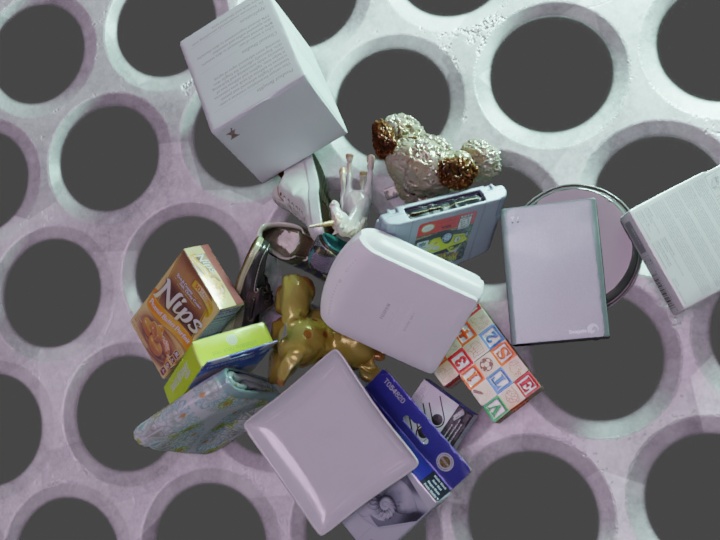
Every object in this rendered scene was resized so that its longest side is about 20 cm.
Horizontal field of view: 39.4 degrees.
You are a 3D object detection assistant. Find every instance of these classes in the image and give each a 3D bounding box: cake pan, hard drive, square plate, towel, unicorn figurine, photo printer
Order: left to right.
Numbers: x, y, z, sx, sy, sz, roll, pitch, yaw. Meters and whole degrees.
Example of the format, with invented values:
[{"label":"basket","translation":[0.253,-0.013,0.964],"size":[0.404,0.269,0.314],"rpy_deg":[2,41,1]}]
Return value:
[{"label":"towel","translation":[-0.220,0.216,1.506],"size":[0.171,0.200,0.048],"rpy_deg":[-36,67,9]},{"label":"square plate","translation":[-0.042,0.244,1.430],"size":[0.200,0.028,0.199],"rpy_deg":[-40,81,22]},{"label":"unicorn figurine","translation":[-0.012,-0.101,1.495],"size":[0.073,0.200,0.139],"rpy_deg":[1,75,13]},{"label":"photo printer","translation":[0.049,0.039,1.399],"size":[0.199,0.070,0.167],"rpy_deg":[25,126,-5]},{"label":"hard drive","translation":[0.279,0.004,1.449],"size":[0.138,0.033,0.202],"rpy_deg":[-6,80,15]},{"label":"cake pan","translation":[0.313,-0.033,1.482],"size":[0.199,0.037,0.202],"rpy_deg":[-3,80,16]}]

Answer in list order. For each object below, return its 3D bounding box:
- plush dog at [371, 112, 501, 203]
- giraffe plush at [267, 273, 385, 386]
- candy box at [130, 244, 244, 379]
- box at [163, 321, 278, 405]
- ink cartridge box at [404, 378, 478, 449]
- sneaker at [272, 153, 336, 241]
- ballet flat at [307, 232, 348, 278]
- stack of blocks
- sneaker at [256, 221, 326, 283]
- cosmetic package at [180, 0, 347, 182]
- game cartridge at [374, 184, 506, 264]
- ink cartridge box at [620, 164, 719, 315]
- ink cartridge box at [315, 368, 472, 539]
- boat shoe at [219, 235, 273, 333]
[{"label":"plush dog","translation":[0.092,-0.149,1.491],"size":[0.199,0.172,0.161],"rpy_deg":[21,87,17]},{"label":"giraffe plush","translation":[-0.045,0.099,1.508],"size":[0.161,0.200,0.174],"rpy_deg":[7,92,-11]},{"label":"candy box","translation":[-0.274,0.066,1.572],"size":[0.116,0.055,0.200],"rpy_deg":[56,129,16]},{"label":"box","translation":[-0.211,0.140,1.500],"size":[0.121,0.200,0.048],"rpy_deg":[-16,71,-32]},{"label":"ink cartridge box","translation":[0.080,0.270,1.493],"size":[0.094,0.044,0.201],"rpy_deg":[35,93,18]},{"label":"sneaker","translation":[-0.089,-0.098,1.557],"size":[0.084,0.073,0.201],"rpy_deg":[-24,40,8]},{"label":"ballet flat","translation":[0.000,0.000,1.504],"size":[0.072,0.199,0.073],"rpy_deg":[-25,56,44]},{"label":"stack of blocks","translation":[0.164,0.127,1.486],"size":[0.115,0.059,0.200],"rpy_deg":[-39,73,7]},{"label":"sneaker","translation":[-0.075,-0.026,1.561],"size":[0.199,0.090,0.068],"rpy_deg":[20,86,18]},{"label":"cosmetic package","translation":[-0.150,-0.284,1.562],"size":[0.167,0.166,0.201],"rpy_deg":[-28,58,10]},{"label":"game cartridge","translation":[0.110,-0.051,1.453],"size":[0.199,0.134,0.041],"rpy_deg":[-15,58,-20]},{"label":"ink cartridge box","translation":[0.494,-0.053,1.430],"size":[0.199,0.050,0.162],"rpy_deg":[-27,83,-10]},{"label":"ink cartridge box","translation":[0.026,0.279,1.446],"size":[0.200,0.041,0.200],"rpy_deg":[48,110,15]},{"label":"boat shoe","translation":[-0.166,0.042,1.567],"size":[0.066,0.072,0.202],"rpy_deg":[21,115,-1]}]
